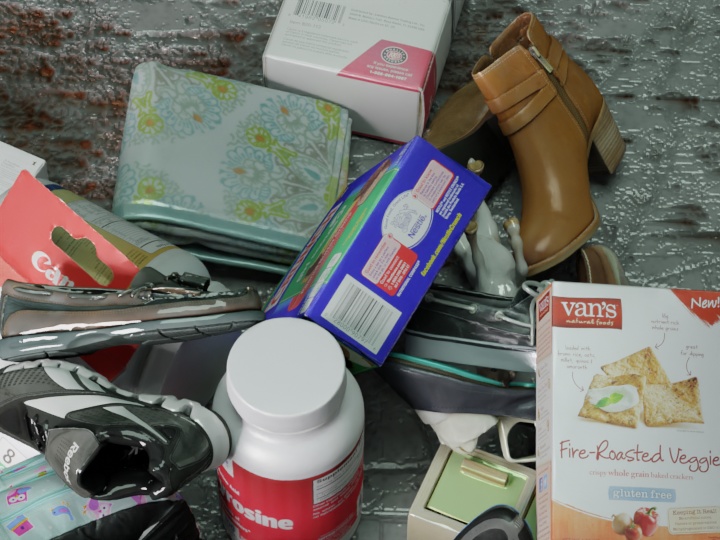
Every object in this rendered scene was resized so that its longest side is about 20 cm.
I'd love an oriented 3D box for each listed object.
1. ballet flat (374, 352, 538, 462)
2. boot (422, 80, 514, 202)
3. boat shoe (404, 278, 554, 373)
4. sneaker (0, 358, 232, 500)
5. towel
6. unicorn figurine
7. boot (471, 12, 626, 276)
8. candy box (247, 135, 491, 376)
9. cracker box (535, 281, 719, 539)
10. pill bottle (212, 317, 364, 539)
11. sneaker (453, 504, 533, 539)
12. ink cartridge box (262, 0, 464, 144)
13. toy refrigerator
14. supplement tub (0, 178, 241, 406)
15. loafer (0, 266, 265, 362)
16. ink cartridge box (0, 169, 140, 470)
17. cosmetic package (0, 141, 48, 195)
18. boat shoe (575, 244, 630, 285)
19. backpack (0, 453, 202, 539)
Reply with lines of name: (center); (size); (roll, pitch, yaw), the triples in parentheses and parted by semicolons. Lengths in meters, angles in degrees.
ballet flat: (0.103, 0.108, 1.645); (0.199, 0.073, 0.073); (10, 53, -13)
boot: (0.077, -0.096, 1.881); (0.200, 0.074, 0.075); (-44, 37, -23)
boat shoe: (0.133, 0.040, 1.684); (0.198, 0.068, 0.074); (6, 8, 18)
sneaker: (-0.197, 0.116, 1.550); (0.199, 0.067, 0.091); (12, 30, 20)
towel: (-0.104, -0.082, 1.841); (0.199, 0.048, 0.172); (13, 52, -11)
unicorn figurine: (0.101, 0.003, 1.772); (0.073, 0.138, 0.201); (-6, 39, 7)
boot: (0.140, -0.104, 1.819); (0.073, 0.155, 0.200); (-16, 32, 37)
candy box: (0.000, 0.000, 1.692); (0.077, 0.200, 0.170); (35, 72, -8)
cracker box: (0.198, 0.113, 1.599); (0.133, 0.058, 0.201); (3, 74, -8)
pill bottle: (-0.053, 0.126, 1.621); (0.112, 0.200, 0.113); (0, 53, 0)
sneaker: (0.058, 0.256, 1.574); (0.071, 0.083, 0.200); (40, 81, 10)
ink cartridge box: (0.010, -0.223, 1.946); (0.146, 0.083, 0.201); (12, 55, 9)
toy refrigerator: (0.140, 0.202, 1.650); (0.199, 0.070, 0.076); (20, 56, 14)
supplement tub: (-0.206, 0.030, 1.724); (0.199, 0.145, 0.145); (27, 58, 17)
loafer: (-0.169, 0.023, 1.581); (0.199, 0.072, 0.063); (-9, 82, 8)
ink cartridge box: (-0.257, 0.052, 1.645); (0.161, 0.200, 0.050); (40, 22, 13)
cosmetic package: (-0.370, -0.088, 1.864); (0.199, 0.051, 0.083); (24, 59, 15)
boat shoe: (0.184, 0.064, 1.749); (0.071, 0.076, 0.201); (-3, 53, -1)
backpack: (-0.217, 0.206, 1.595); (0.199, 0.167, 0.127); (-26, 53, -25)
